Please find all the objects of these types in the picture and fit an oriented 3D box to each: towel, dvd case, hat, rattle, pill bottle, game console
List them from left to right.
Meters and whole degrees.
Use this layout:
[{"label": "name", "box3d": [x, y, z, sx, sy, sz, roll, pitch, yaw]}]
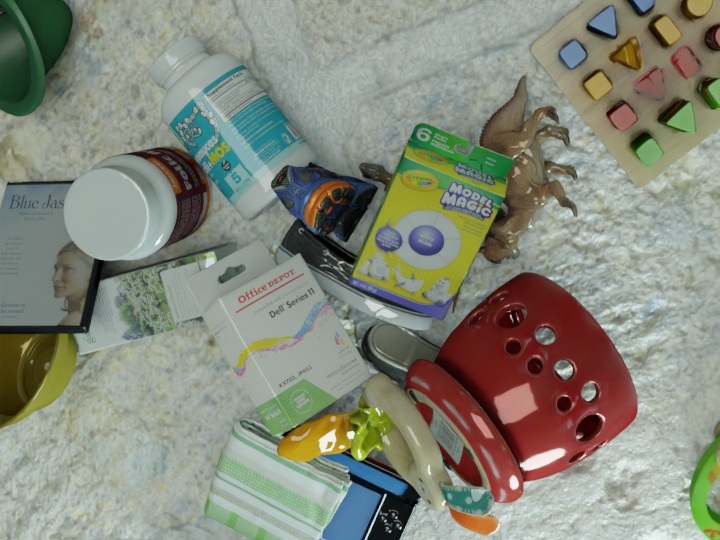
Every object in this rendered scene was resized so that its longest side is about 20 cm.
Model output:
[{"label": "dvd case", "box3d": [-0.365, -0.018, 1.325, 0.141, 0.018, 0.201, -1, 60, 10]}, {"label": "hat", "box3d": [-0.357, -0.297, 1.338, 0.200, 0.176, 0.166, -26, 99, 51]}, {"label": "pill bottle", "box3d": [-0.245, -0.075, 1.263, 0.113, 0.200, 0.115, 2, 100, 9]}, {"label": "pill bottle", "box3d": [-0.148, -0.164, 1.278, 0.111, 0.111, 0.200, -39, 91, 14]}, {"label": "towel", "box3d": [-0.101, 0.259, 1.330, 0.149, 0.031, 0.201, 28, 136, 4]}, {"label": "game console", "box3d": [-0.037, 0.265, 1.331, 0.199, 0.119, 0.173, 25, 103, 5]}, {"label": "rattle", "box3d": [0.031, 0.217, 1.181, 0.201, 0.142, 0.130, 57, 145, 18]}]

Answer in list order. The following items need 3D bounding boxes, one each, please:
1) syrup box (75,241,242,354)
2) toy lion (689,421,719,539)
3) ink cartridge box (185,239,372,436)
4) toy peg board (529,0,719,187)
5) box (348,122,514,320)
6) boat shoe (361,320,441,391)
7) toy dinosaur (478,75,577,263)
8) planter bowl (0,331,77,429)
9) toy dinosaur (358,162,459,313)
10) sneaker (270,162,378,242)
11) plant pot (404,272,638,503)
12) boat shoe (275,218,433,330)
[{"label": "syrup box", "box3d": [-0.240, 0.032, 1.342, 0.199, 0.081, 0.079, -15, 96, 12]}, {"label": "toy lion", "box3d": [0.461, 0.288, 1.286, 0.199, 0.069, 0.193, 24, 110, 5]}, {"label": "ink cartridge box", "box3d": [-0.091, 0.063, 1.250, 0.117, 0.067, 0.201, -30, 88, -29]}, {"label": "toy peg board", "box3d": [0.315, -0.221, 1.197, 0.200, 0.098, 0.200, -38, 92, 13]}, {"label": "box", "box3d": [0.075, -0.051, 1.208, 0.117, 0.048, 0.201, 21, 122, -3]}, {"label": "boat shoe", "box3d": [0.090, 0.126, 1.325, 0.199, 0.057, 0.067, 33, 68, -1]}, {"label": "toy dinosaur", "box3d": [0.164, -0.109, 1.253, 0.135, 0.086, 0.202, -11, 92, 18]}, {"label": "planter bowl", "box3d": [-0.400, 0.105, 1.363, 0.199, 0.083, 0.202, -14, 63, 29]}, {"label": "toy dinosaur", "box3d": [0.080, -0.056, 1.287, 0.060, 0.106, 0.200, -36, 89, -17]}, {"label": "sneaker", "box3d": [-0.037, -0.083, 1.231, 0.078, 0.200, 0.076, 35, 94, 12]}, {"label": "plant pot", "box3d": [0.163, 0.133, 1.204, 0.182, 0.200, 0.201, -37, 93, -15]}, {"label": "boat shoe", "box3d": [0.000, 0.000, 1.308, 0.199, 0.070, 0.067, 27, 105, 12]}]
